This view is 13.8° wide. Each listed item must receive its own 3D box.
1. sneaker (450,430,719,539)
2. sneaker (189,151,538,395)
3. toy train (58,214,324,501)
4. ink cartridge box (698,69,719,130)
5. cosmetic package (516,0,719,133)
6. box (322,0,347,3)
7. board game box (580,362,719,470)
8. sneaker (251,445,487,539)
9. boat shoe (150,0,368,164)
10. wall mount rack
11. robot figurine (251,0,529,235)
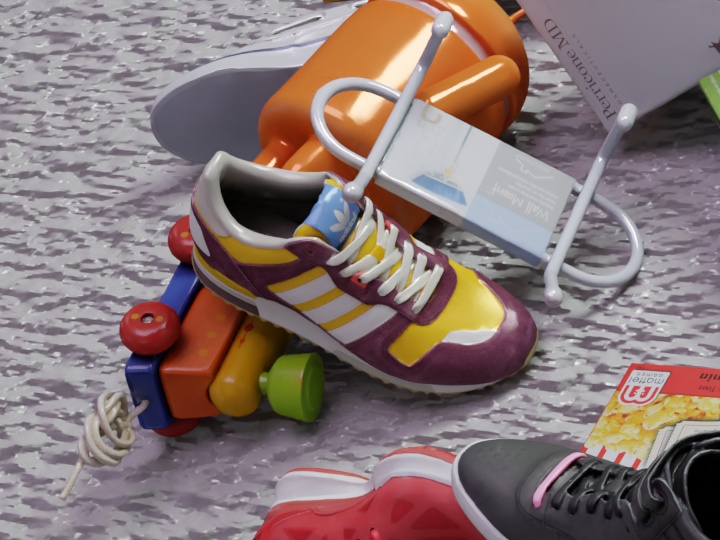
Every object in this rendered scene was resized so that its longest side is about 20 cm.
[{"bbox_3d":[0.123,0.098,1.308,0.200,0.099,0.071,25,55,30],"label":"sneaker"},{"bbox_3d":[0.000,0.000,1.586,0.200,0.090,0.075,18,59,10],"label":"sneaker"},{"bbox_3d":[-0.073,0.063,1.633,0.116,0.085,0.200,8,48,20],"label":"toy train"},{"bbox_3d":[0.297,-0.082,1.557,0.200,0.076,0.148,-26,34,5],"label":"ink cartridge box"},{"bbox_3d":[0.188,-0.163,1.641,0.074,0.102,0.200,-38,4,-42],"label":"cosmetic package"},{"bbox_3d":[0.082,-0.214,1.884,0.200,0.042,0.119,-5,22,33],"label":"box"},{"bbox_3d":[0.157,0.132,1.400,0.151,0.046,0.200,2,44,37],"label":"board game box"},{"bbox_3d":[0.001,0.155,1.447,0.200,0.078,0.116,-18,37,59],"label":"sneaker"},{"bbox_3d":[-0.033,-0.121,1.854,0.200,0.074,0.065,-13,31,3],"label":"boat shoe"},{"bbox_3d":[0.063,-0.047,1.578,0.200,0.075,0.174,27,47,0],"label":"wall mount rack"},{"bbox_3d":[0.022,-0.093,1.728,0.117,0.144,0.200,35,62,12],"label":"robot figurine"}]
